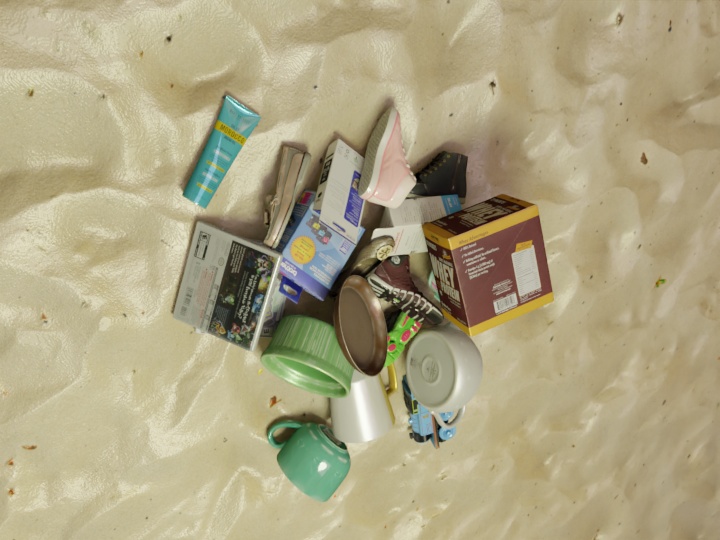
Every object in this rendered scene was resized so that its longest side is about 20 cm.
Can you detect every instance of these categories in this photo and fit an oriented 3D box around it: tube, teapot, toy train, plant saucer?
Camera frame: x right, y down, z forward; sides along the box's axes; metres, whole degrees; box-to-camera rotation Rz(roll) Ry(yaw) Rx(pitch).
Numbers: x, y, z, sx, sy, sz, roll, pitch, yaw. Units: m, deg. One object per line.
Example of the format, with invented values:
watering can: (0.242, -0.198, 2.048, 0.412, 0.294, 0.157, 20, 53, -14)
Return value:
tube: (-0.263, -0.216, 1.244, 0.077, 0.050, 0.203, 27, 91, -37)
teapot: (0.204, 0.220, 1.490, 0.143, 0.201, 0.200, 2, 143, -39)
toy train: (0.164, 0.335, 1.614, 0.111, 0.087, 0.205, -12, 115, -9)
plant saucer: (-0.003, 0.113, 1.339, 0.031, 0.202, 0.202, -16, 123, 26)

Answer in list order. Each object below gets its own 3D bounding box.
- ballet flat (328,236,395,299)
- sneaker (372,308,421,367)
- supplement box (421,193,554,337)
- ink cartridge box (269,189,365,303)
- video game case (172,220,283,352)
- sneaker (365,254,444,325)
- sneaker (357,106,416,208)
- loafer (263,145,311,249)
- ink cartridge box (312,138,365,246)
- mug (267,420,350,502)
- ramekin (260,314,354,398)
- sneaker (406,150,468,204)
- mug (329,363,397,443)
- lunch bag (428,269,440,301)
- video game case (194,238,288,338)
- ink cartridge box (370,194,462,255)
ballet flat: (0.000, 0.000, 1.384, 0.199, 0.047, 0.067, -39, 140, 28)
sneaker: (0.058, 0.152, 1.473, 0.199, 0.083, 0.078, -37, 101, -33)
supplement box: (0.250, -0.015, 1.320, 0.193, 0.133, 0.205, -20, 110, -12)
ink cartridge box: (-0.100, -0.037, 1.340, 0.135, 0.076, 0.203, 34, 84, -28)
video game case: (-0.257, 0.031, 1.289, 0.178, 0.023, 0.205, 21, 104, 8)
sneaker: (0.109, 0.027, 1.449, 0.197, 0.075, 0.118, 31, 58, -15)
sneaker: (0.066, -0.218, 1.336, 0.103, 0.075, 0.205, 22, 70, -22)
loafer: (-0.155, -0.143, 1.288, 0.062, 0.072, 0.205, 22, 76, -13)
ink cartridge box: (-0.036, -0.148, 1.303, 0.099, 0.039, 0.204, 33, 53, -31)
mug: (-0.105, 0.405, 1.476, 0.184, 0.152, 0.115, 39, 93, -30)
ramekin: (-0.098, 0.174, 1.370, 0.199, 0.198, 0.100, 36, 62, -29)
sneaker: (0.138, -0.202, 1.417, 0.195, 0.074, 0.110, 2, 98, -26)
mug: (-0.003, 0.269, 1.502, 0.145, 0.187, 0.157, -7, 106, 14)
lunch bag: (0.228, 0.015, 1.482, 0.160, 0.077, 0.200, -43, 151, -1)
video game case: (-0.234, 0.036, 1.358, 0.178, 0.023, 0.205, 6, 106, -25)
ink cartridge box: (0.107, -0.092, 1.397, 0.194, 0.068, 0.117, -6, 152, -13)
